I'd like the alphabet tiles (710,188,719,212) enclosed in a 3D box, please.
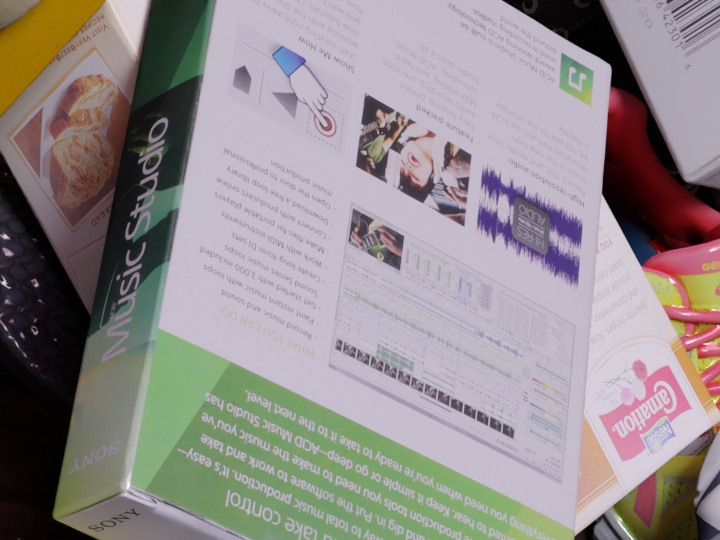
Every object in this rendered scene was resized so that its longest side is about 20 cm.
[{"bbox_3d":[0.206,0.019,0.975,0.166,0.006,0.200,5,59,-34],"label":"alphabet tiles"}]

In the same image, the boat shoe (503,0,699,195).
[{"bbox_3d":[0.076,-0.115,0.954,0.070,0.066,0.200,-10,67,-35],"label":"boat shoe"}]

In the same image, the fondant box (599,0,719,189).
[{"bbox_3d":[0.151,-0.095,0.924,0.200,0.058,0.144,8,55,-57],"label":"fondant box"}]

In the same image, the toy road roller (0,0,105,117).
[{"bbox_3d":[-0.178,-0.084,0.707,0.123,0.200,0.146,36,13,-45],"label":"toy road roller"}]

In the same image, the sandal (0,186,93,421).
[{"bbox_3d":[-0.045,0.036,0.809,0.200,0.045,0.075,25,55,-33],"label":"sandal"}]

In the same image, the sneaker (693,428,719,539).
[{"bbox_3d":[0.143,0.131,0.762,0.079,0.129,0.199,41,66,-32],"label":"sneaker"}]

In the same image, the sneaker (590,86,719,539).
[{"bbox_3d":[0.104,0.027,0.865,0.078,0.090,0.200,-26,78,-41],"label":"sneaker"}]

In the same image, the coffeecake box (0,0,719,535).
[{"bbox_3d":[0.000,-0.003,0.783,0.153,0.073,0.200,-30,92,-47],"label":"coffeecake box"}]

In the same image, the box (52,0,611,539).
[{"bbox_3d":[0.000,0.000,0.705,0.144,0.036,0.200,28,53,-30],"label":"box"}]

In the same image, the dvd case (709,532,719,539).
[{"bbox_3d":[0.080,0.166,0.687,0.025,0.200,0.151,1,61,-32],"label":"dvd case"}]
